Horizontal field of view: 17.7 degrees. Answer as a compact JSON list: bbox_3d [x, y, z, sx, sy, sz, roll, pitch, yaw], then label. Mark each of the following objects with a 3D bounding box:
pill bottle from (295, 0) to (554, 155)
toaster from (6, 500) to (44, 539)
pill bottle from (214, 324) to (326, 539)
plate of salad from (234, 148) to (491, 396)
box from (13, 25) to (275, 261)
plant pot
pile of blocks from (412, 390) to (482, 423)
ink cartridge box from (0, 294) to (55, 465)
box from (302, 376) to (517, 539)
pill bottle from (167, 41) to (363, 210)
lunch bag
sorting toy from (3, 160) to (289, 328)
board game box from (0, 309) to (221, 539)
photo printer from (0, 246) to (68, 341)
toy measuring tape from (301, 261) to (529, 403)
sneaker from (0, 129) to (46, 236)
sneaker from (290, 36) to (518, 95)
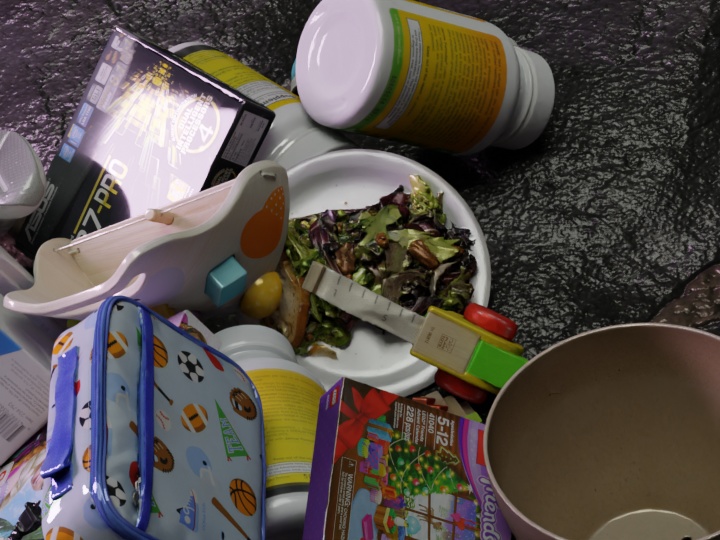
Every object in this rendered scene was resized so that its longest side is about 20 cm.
[{"bbox_3d":[0.057,-0.153,1.839,0.199,0.112,0.111,10,27,-39],"label":"pill bottle"},{"bbox_3d":[-0.199,0.261,1.455,0.129,0.201,0.113,38,21,33],"label":"toaster"},{"bbox_3d":[-0.066,0.133,1.610,0.111,0.113,0.201,-14,42,-3],"label":"pill bottle"},{"bbox_3d":[0.000,0.000,1.733,0.198,0.048,0.202,0,72,-1],"label":"plate of salad"},{"bbox_3d":[-0.172,-0.071,1.819,0.161,0.049,0.201,33,99,38],"label":"box"},{"bbox_3d":[0.186,0.152,1.517,0.198,0.135,0.201,-6,42,5],"label":"plant pot"},{"bbox_3d":[0.063,0.150,1.601,0.081,0.062,0.201,-6,43,6],"label":"pile of blocks"},{"bbox_3d":[-0.314,0.106,1.653,0.200,0.116,0.067,-42,23,10],"label":"ink cartridge box"},{"bbox_3d":[0.030,0.182,1.503,0.136,0.039,0.201,19,56,-20],"label":"box"},{"bbox_3d":[-0.089,-0.098,1.866,0.114,0.115,0.200,-36,48,-25],"label":"pill bottle"},{"bbox_3d":[-0.132,0.122,1.464,0.075,0.160,0.201,-32,41,27],"label":"lunch bag"},{"bbox_3d":[-0.163,0.003,1.660,0.199,0.108,0.180,-19,-5,25],"label":"sorting toy"},{"bbox_3d":[-0.204,0.140,1.613,0.199,0.041,0.201,-26,31,36],"label":"board game box"},{"bbox_3d":[-0.311,-0.003,1.778,0.070,0.166,0.200,-47,49,-6],"label":"photo printer"},{"bbox_3d":[0.050,0.044,1.685,0.199,0.074,0.074,25,47,-4],"label":"toy measuring tape"},{"bbox_3d":[-0.295,-0.067,1.863,0.071,0.080,0.200,-52,31,-16],"label":"sneaker"},{"bbox_3d":[0.037,-0.199,1.978,0.198,0.084,0.121,-7,51,6],"label":"sneaker"}]
